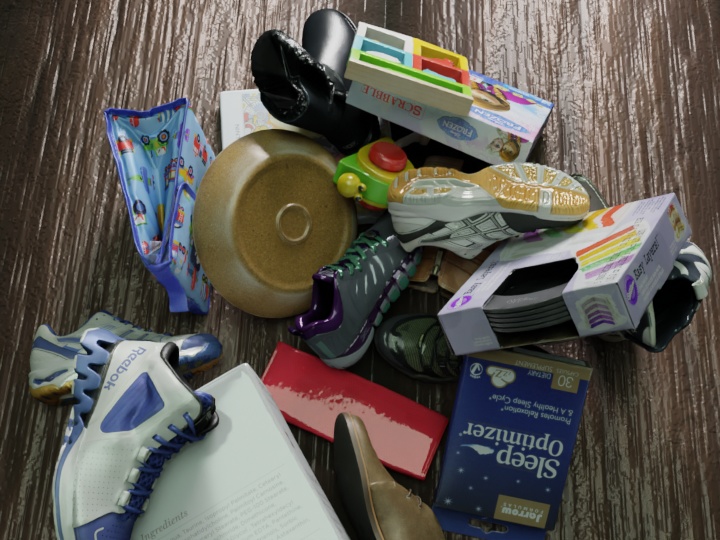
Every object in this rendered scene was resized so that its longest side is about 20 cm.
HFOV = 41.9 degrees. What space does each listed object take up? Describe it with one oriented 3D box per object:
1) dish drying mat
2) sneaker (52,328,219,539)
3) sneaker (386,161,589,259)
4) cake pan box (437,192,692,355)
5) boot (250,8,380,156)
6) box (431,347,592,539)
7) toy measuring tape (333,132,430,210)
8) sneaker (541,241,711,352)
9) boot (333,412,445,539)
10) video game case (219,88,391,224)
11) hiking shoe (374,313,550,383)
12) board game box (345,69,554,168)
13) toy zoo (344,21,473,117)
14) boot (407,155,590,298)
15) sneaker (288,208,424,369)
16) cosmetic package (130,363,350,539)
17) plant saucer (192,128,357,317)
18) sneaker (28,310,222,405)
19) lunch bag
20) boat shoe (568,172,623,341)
[{"bbox_3d":[-0.012,0.147,0.982,0.199,0.018,0.077,23,69,9],"label":"dish drying mat"},{"bbox_3d":[-0.176,0.139,0.762,0.115,0.081,0.200,-3,68,6],"label":"sneaker"},{"bbox_3d":[0.128,-0.055,0.947,0.199,0.088,0.076,3,38,14],"label":"sneaker"},{"bbox_3d":[0.190,0.005,0.874,0.200,0.184,0.052,-42,110,-46],"label":"cake pan box"},{"bbox_3d":[-0.054,-0.230,1.029,0.076,0.168,0.201,-23,69,23],"label":"boot"},{"bbox_3d":[0.143,0.175,0.913,0.121,0.032,0.201,11,101,2],"label":"box"},{"bbox_3d":[0.043,-0.112,1.030,0.074,0.074,0.200,42,39,14],"label":"toy measuring tape"},{"bbox_3d":[0.245,0.037,0.912,0.198,0.130,0.080,-14,101,15],"label":"sneaker"},{"bbox_3d":[0.028,0.232,0.927,0.075,0.074,0.201,-15,76,-20],"label":"boot"},{"bbox_3d":[-0.061,-0.135,1.095,0.199,0.023,0.183,-5,68,-4],"label":"video game case"},{"bbox_3d":[0.113,0.078,0.969,0.199,0.101,0.076,13,67,4],"label":"hiking shoe"},{"bbox_3d":[0.107,-0.186,1.046,0.199,0.041,0.200,23,26,7],"label":"board game box"},{"bbox_3d":[0.053,-0.222,1.006,0.131,0.021,0.200,18,27,-4],"label":"toy zoo"},{"bbox_3d":[0.142,-0.038,1.030,0.199,0.074,0.155,8,72,22],"label":"boot"},{"bbox_3d":[0.000,0.000,0.981,0.074,0.087,0.201,9,67,45],"label":"sneaker"},{"bbox_3d":[-0.117,0.225,0.859,0.166,0.167,0.200,-30,72,-7],"label":"cosmetic package"},{"bbox_3d":[-0.077,-0.048,0.987,0.199,0.035,0.201,-3,95,-34],"label":"plant saucer"},{"bbox_3d":[-0.245,0.077,0.974,0.199,0.075,0.089,-9,68,-6],"label":"sneaker"},{"bbox_3d":[-0.201,-0.052,0.985,0.094,0.151,0.201,-8,70,2],"label":"lunch bag"},{"bbox_3d":[0.265,-0.025,1.038,0.071,0.061,0.202,-12,68,-6],"label":"boat shoe"}]
